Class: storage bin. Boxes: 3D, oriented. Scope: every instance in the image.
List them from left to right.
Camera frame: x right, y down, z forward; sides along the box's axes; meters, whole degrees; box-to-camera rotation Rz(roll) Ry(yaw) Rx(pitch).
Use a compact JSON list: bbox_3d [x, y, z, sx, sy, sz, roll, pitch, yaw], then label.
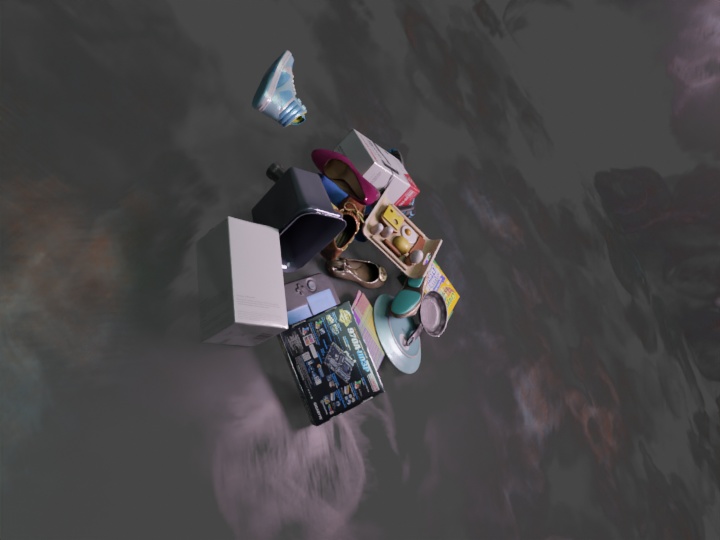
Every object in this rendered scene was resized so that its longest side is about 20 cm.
[{"bbox_3d":[-0.134,-0.108,1.232,0.144,0.199,0.136,9,53,-44],"label":"storage bin"}]

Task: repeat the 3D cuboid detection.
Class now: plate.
[{"bbox_3d":[0.099,0.148,1.441,0.200,0.025,0.203,41,36,-38],"label":"plate"}]

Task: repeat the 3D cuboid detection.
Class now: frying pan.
[{"bbox_3d":[0.167,0.138,1.488,0.115,0.031,0.192,48,54,-31],"label":"frying pan"}]

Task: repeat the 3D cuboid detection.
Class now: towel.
[{"bbox_3d":[0.009,0.146,1.336,0.145,0.023,0.201,57,27,-17],"label":"towel"}]

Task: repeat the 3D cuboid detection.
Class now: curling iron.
[{"bbox_3d":[0.066,-0.137,1.511,0.199,0.025,0.050,-24,85,-42],"label":"curling iron"}]

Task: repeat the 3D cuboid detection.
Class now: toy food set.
[{"bbox_3d":[0.106,-0.092,1.461,0.200,0.060,0.144,43,50,-14],"label":"toy food set"}]

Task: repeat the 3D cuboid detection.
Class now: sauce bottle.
[{"bbox_3d":[-0.127,-0.165,1.318,0.200,0.066,0.066,44,37,15],"label":"sauce bottle"}]

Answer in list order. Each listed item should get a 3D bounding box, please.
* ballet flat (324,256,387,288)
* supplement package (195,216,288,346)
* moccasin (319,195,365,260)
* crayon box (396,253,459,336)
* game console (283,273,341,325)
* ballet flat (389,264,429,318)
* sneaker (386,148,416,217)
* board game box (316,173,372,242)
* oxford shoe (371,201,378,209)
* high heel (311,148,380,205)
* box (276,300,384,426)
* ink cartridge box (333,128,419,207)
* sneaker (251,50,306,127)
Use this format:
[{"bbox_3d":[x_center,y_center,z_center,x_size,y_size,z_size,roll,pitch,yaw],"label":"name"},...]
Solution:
[{"bbox_3d":[0.000,0.000,1.424,0.198,0.046,0.068,14,60,-43],"label":"ballet flat"},{"bbox_3d":[-0.222,0.024,1.107,0.119,0.120,0.203,12,61,-43],"label":"supplement package"},{"bbox_3d":[-0.032,-0.113,1.379,0.074,0.077,0.202,46,48,-15],"label":"moccasin"},{"bbox_3d":[0.193,0.058,1.603,0.201,0.051,0.126,54,40,-11],"label":"crayon box"},{"bbox_3d":[-0.096,0.113,1.268,0.176,0.031,0.203,-17,82,-51],"label":"game console"},{"bbox_3d":[0.126,0.067,1.452,0.201,0.067,0.068,-55,149,-43],"label":"ballet flat"},{"bbox_3d":[0.107,-0.242,1.675,0.082,0.072,0.204,15,63,-61],"label":"sneaker"},{"bbox_3d":[-0.054,-0.145,1.456,0.198,0.039,0.161,6,70,-40],"label":"board game box"},{"bbox_3d":[0.092,-0.117,1.570,0.070,0.073,0.202,-26,88,-48],"label":"oxford shoe"},{"bbox_3d":[-0.043,-0.221,1.373,0.198,0.068,0.096,32,18,11],"label":"high heel"},{"bbox_3d":[-0.060,0.184,1.191,0.157,0.046,0.203,-23,89,-20],"label":"box"},{"bbox_3d":[0.041,-0.255,1.534,0.199,0.084,0.145,22,31,-46],"label":"ink cartridge box"},{"bbox_3d":[-0.177,-0.430,1.448,0.130,0.079,0.202,35,56,-27],"label":"sneaker"}]
